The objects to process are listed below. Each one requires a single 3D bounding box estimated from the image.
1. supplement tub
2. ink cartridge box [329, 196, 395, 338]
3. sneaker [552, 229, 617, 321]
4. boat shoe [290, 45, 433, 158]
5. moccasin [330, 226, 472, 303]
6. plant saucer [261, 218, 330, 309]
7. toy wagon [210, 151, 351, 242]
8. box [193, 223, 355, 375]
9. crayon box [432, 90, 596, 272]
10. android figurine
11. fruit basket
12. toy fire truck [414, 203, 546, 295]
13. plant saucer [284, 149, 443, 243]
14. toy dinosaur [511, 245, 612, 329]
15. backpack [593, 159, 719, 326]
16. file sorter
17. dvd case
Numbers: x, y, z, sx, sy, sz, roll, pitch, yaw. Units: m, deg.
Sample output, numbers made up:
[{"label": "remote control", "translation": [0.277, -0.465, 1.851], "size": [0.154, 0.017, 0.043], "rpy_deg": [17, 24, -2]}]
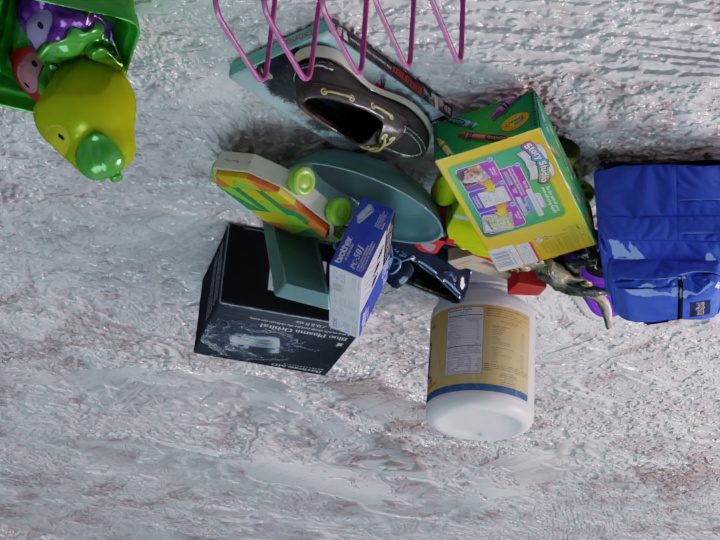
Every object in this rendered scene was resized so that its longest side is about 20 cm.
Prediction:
[{"label": "supplement tub", "translation": [0.164, 0.115, 1.824], "size": [0.144, 0.201, 0.145], "rpy_deg": [4, 154, 2]}, {"label": "ink cartridge box", "translation": [0.000, 0.000, 1.598], "size": [0.044, 0.094, 0.200], "rpy_deg": [23, 159, 7]}, {"label": "sneaker", "translation": [0.312, 0.004, 1.719], "size": [0.099, 0.070, 0.200], "rpy_deg": [-15, 149, 31]}, {"label": "boat shoe", "translation": [0.002, -0.157, 1.395], "size": [0.071, 0.061, 0.201], "rpy_deg": [-16, 148, 38]}, {"label": "moccasin", "translation": [0.056, -0.010, 1.732], "size": [0.199, 0.069, 0.080], "rpy_deg": [15, 153, -16]}, {"label": "plant saucer", "translation": [-0.077, -0.024, 1.616], "size": [0.070, 0.200, 0.019], "rpy_deg": [15, 118, -19]}, {"label": "toy wagon", "translation": [-0.080, -0.077, 1.576], "size": [0.155, 0.040, 0.200], "rpy_deg": [10, 159, 47]}, {"label": "box", "translation": [-0.108, 0.044, 1.824], "size": [0.196, 0.118, 0.200], "rpy_deg": [11, 155, -13]}, {"label": "crayon box", "translation": [0.169, -0.092, 1.468], "size": [0.118, 0.058, 0.200], "rpy_deg": [-16, 136, 18]}, {"label": "android figurine", "translation": [0.172, -0.082, 1.554], "size": [0.181, 0.041, 0.200], "rpy_deg": [10, 140, -11]}, {"label": "fruit basket", "translation": [-0.280, -0.183, 1.279], "size": [0.155, 0.217, 0.216], "rpy_deg": [12, 154, -15]}, {"label": "toy fire truck", "translation": [0.152, -0.028, 1.702], "size": [0.199, 0.049, 0.141], "rpy_deg": [9, 154, -9]}, {"label": "plant saucer", "translation": [0.007, -0.090, 1.565], "size": [0.199, 0.036, 0.200], "rpy_deg": [19, 165, 5]}, {"label": "toy dinosaur", "translation": [0.268, 0.012, 1.647], "size": [0.200, 0.048, 0.088], "rpy_deg": [30, 146, -29]}, {"label": "backpack", "translation": [0.371, -0.030, 1.530], "size": [0.199, 0.169, 0.163], "rpy_deg": [-5, 160, 11]}, {"label": "file sorter", "translation": [-0.014, -0.249, 1.179], "size": [0.199, 0.126, 0.139], "rpy_deg": [-4, 154, 17]}, {"label": "dvd case", "translation": [-0.019, -0.188, 1.429], "size": [0.146, 0.022, 0.200], "rpy_deg": [-17, 149, 37]}]
